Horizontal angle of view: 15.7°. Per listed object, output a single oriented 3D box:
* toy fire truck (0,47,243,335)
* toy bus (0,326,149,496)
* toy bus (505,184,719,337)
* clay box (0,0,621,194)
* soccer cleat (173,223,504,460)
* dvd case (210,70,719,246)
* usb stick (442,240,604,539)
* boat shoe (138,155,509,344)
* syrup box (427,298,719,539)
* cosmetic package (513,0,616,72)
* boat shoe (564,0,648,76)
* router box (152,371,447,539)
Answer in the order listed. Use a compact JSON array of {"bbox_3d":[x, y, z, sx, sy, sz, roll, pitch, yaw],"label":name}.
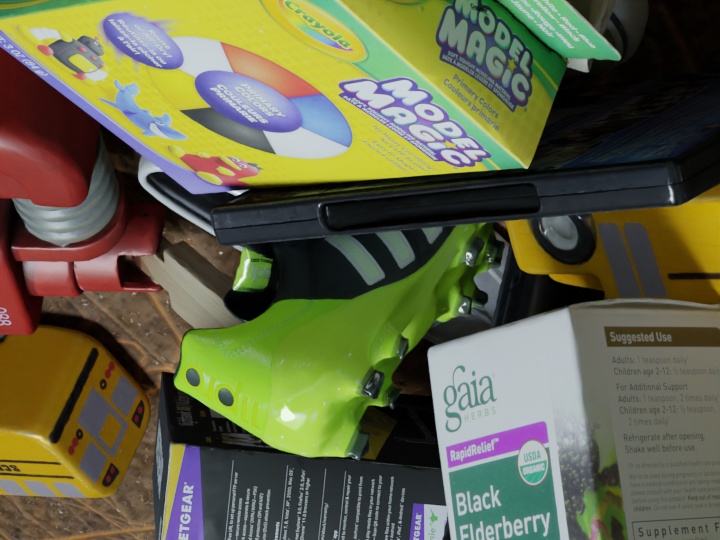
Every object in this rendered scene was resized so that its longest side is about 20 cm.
[{"bbox_3d":[-0.123,-0.024,1.105,0.199,0.129,0.176,2,149,6],"label":"toy fire truck"},{"bbox_3d":[-0.210,0.070,1.333,0.199,0.065,0.078,-2,143,36],"label":"toy bus"},{"bbox_3d":[0.147,-0.010,0.927,0.199,0.065,0.079,-2,116,47],"label":"toy bus"},{"bbox_3d":[-0.023,-0.077,0.857,0.199,0.048,0.115,-2,149,48],"label":"clay box"},{"bbox_3d":[0.000,0.000,0.976,0.081,0.200,0.068,23,123,14],"label":"soccer cleat"},{"bbox_3d":[0.063,-0.042,0.917,0.199,0.142,0.018,-4,106,40],"label":"dvd case"},{"bbox_3d":[0.063,0.056,0.994,0.032,0.201,0.056,-14,133,32],"label":"usb stick"},{"bbox_3d":[-0.005,-0.008,1.074,0.200,0.069,0.072,39,147,-23],"label":"boat shoe"},{"bbox_3d":[0.086,0.115,0.900,0.081,0.201,0.079,0,168,-39],"label":"syrup box"},{"bbox_3d":[-0.005,-0.147,0.852,0.199,0.073,0.104,18,150,11],"label":"cosmetic package"},{"bbox_3d":[0.002,-0.101,0.930,0.199,0.062,0.072,17,149,11],"label":"boat shoe"},{"bbox_3d":[-0.008,0.088,1.100,0.156,0.053,0.200,6,-175,-5],"label":"router box"}]
